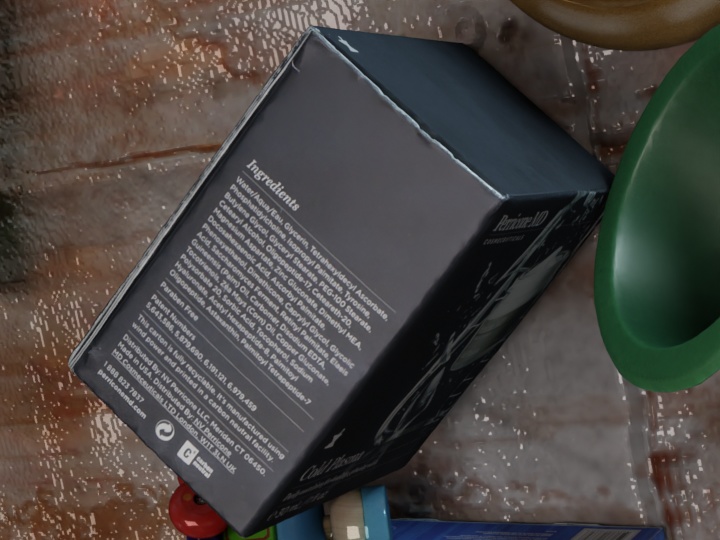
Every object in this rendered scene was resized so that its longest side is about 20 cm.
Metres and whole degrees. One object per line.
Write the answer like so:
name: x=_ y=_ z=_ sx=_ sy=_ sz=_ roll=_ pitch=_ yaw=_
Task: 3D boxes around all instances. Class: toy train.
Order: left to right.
toy train: x=-0.047 y=0.084 z=1.055 sx=0.115 sy=0.201 sz=0.085 roll=-5 pitch=139 yaw=-3

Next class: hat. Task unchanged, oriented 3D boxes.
hat: x=0.219 y=0.003 z=0.879 sx=0.175 sy=0.166 sz=0.201 roll=18 pitch=105 yaw=-21

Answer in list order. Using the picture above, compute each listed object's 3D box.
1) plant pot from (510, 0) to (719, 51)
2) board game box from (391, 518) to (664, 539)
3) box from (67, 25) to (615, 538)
plant pot: x=0.122 y=-0.203 z=0.913 sx=0.199 sy=0.027 sz=0.202 roll=8 pitch=106 yaw=29
board game box: x=0.077 y=0.237 z=1.040 sx=0.199 sy=0.043 sz=0.201 roll=-3 pitch=101 yaw=32
box: x=0.000 y=0.000 z=0.914 sx=0.124 sy=0.200 sz=0.197 roll=41 pitch=108 yaw=15
